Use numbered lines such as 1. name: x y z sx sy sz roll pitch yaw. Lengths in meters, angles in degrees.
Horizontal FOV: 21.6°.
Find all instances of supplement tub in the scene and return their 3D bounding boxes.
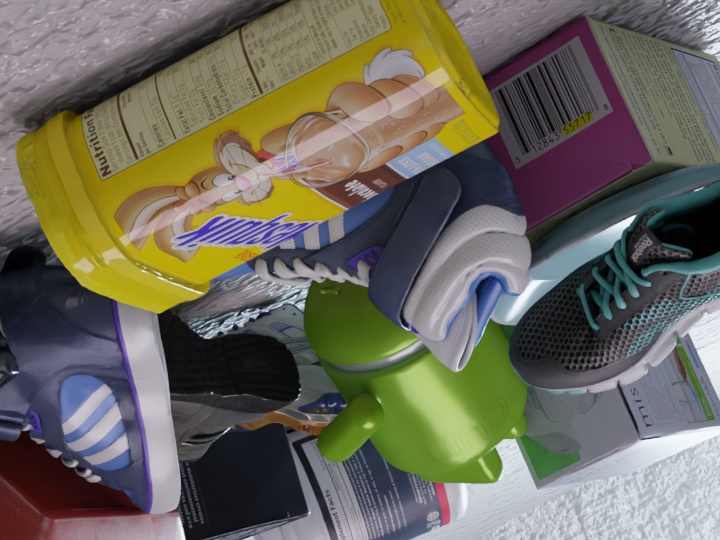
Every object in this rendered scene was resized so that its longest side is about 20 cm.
1. supplement tub: -0.011 0.206 1.806 0.200 0.140 0.140 -20 165 -9

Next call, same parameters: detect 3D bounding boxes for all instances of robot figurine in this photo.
1. robot figurine: 0.038 0.056 1.268 0.116 0.200 0.175 0 -136 40

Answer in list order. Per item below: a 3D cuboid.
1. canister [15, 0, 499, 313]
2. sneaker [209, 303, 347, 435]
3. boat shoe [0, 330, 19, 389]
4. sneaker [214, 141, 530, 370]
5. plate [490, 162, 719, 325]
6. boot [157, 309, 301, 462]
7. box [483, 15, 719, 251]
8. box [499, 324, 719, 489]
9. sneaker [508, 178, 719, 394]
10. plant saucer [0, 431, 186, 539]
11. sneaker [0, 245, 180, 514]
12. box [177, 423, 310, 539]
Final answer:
1. canister: -0.044 -0.065 0.909 0.200 0.087 0.149 -27 165 10
2. sneaker: -0.075 0.067 1.359 0.200 0.088 0.075 7 151 -14
3. boat shoe: -0.271 0.056 0.987 0.200 0.091 0.071 -29 164 23
4. sneaker: 0.000 0.000 1.048 0.200 0.146 0.081 -30 164 25
5. plate: 0.164 -0.021 1.106 0.200 0.026 0.200 -21 166 -6
6. boot: -0.147 0.083 1.230 0.200 0.068 0.131 19 139 -42
7. box: 0.128 -0.060 1.155 0.176 0.097 0.200 -31 162 28
8. box: 0.166 0.048 1.390 0.097 0.200 0.176 -30 165 28
9. sneaker: 0.157 -0.003 1.012 0.200 0.078 0.091 -32 147 19
10. plant saucer: -0.209 0.114 1.145 0.037 0.200 0.200 -55 158 9
11. sneaker: -0.184 0.075 1.081 0.146 0.081 0.200 -8 138 -5
12. box: -0.185 0.170 1.431 0.198 0.123 0.200 -7 167 -44
